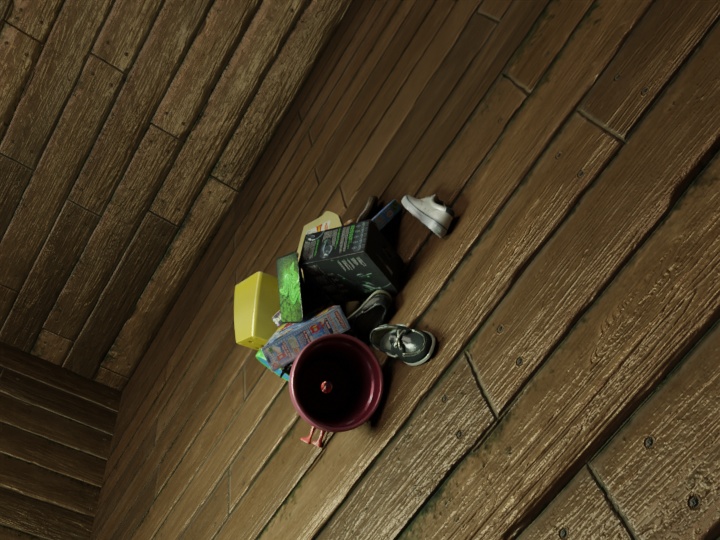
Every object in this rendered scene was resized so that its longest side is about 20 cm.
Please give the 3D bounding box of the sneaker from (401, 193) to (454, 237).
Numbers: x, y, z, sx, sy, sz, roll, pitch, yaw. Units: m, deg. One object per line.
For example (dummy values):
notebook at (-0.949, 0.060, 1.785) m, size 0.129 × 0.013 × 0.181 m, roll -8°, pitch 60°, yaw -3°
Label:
sneaker at (0.160, -0.139, 1.584) m, size 0.071 × 0.073 × 0.200 m, roll -50°, pitch 33°, yaw 5°

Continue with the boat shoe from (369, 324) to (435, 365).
boat shoe at (0.082, 0.150, 1.430) m, size 0.199 × 0.059 × 0.077 m, roll -14°, pitch 52°, yaw 61°

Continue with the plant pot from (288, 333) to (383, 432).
plant pot at (-0.065, 0.248, 1.500) m, size 0.179 × 0.196 × 0.204 m, roll 138°, pitch 154°, yaw -71°

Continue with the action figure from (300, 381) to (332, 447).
action figure at (-0.084, 0.304, 1.613) m, size 0.051 × 0.065 × 0.204 m, roll 10°, pitch 75°, yaw 52°

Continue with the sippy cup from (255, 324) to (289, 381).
sippy cup at (-0.197, 0.216, 1.886) m, size 0.176 × 0.139 × 0.132 m, roll 7°, pitch 60°, yaw 56°

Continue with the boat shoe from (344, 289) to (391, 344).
boat shoe at (0.004, 0.138, 1.597) m, size 0.200 × 0.074 × 0.066 m, roll -47°, pitch 16°, yaw 16°

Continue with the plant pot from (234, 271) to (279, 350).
plant pot at (-0.269, 0.140, 2.046) m, size 0.199 × 0.197 × 0.181 m, roll -23°, pitch 51°, yaw 56°

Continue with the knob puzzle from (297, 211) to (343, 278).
knob puzzle at (-0.098, -0.062, 1.777) m, size 0.218 × 0.030 × 0.223 m, roll -36°, pitch 38°, yaw 34°

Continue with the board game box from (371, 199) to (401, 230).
board game box at (0.011, -0.091, 1.761) m, size 0.151 × 0.037 × 0.200 m, roll -40°, pitch 3°, yaw 40°

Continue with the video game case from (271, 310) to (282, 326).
video game case at (-0.132, 0.061, 1.895) m, size 0.181 × 0.036 × 0.199 m, roll -38°, pitch 1°, yaw 43°

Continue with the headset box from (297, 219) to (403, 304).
headset box at (-0.014, -0.017, 1.605) m, size 0.196 × 0.174 × 0.095 m, roll -11°, pitch 51°, yaw 31°

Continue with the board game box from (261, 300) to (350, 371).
board game box at (-0.114, 0.139, 1.615) m, size 0.196 × 0.063 × 0.200 m, roll -26°, pitch 7°, yaw 11°

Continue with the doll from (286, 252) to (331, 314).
doll at (-0.128, 0.055, 1.712) m, size 0.049 × 0.133 × 0.205 m, roll -76°, pitch -20°, yaw -62°

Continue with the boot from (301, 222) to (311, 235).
boot at (-0.127, -0.054, 1.885) m, size 0.077 × 0.140 × 0.200 m, roll -33°, pitch 4°, yaw 10°

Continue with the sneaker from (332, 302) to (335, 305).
sneaker at (-0.111, 0.107, 1.865) m, size 0.073 × 0.079 × 0.200 m, roll -61°, pitch 22°, yaw 1°

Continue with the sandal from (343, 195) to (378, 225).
sandal at (-0.018, -0.125, 1.915) m, size 0.203 × 0.054 × 0.082 m, roll -61°, pitch -9°, yaw 2°

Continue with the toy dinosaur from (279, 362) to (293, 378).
toy dinosaur at (-0.132, 0.220, 1.707) m, size 0.201 × 0.101 × 0.137 m, roll -53°, pitch 10°, yaw 48°

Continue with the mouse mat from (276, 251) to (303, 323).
mouse mat at (-0.171, 0.044, 1.650) m, size 0.199 × 0.007 × 0.166 m, roll 167°, pitch 98°, yaw -68°
